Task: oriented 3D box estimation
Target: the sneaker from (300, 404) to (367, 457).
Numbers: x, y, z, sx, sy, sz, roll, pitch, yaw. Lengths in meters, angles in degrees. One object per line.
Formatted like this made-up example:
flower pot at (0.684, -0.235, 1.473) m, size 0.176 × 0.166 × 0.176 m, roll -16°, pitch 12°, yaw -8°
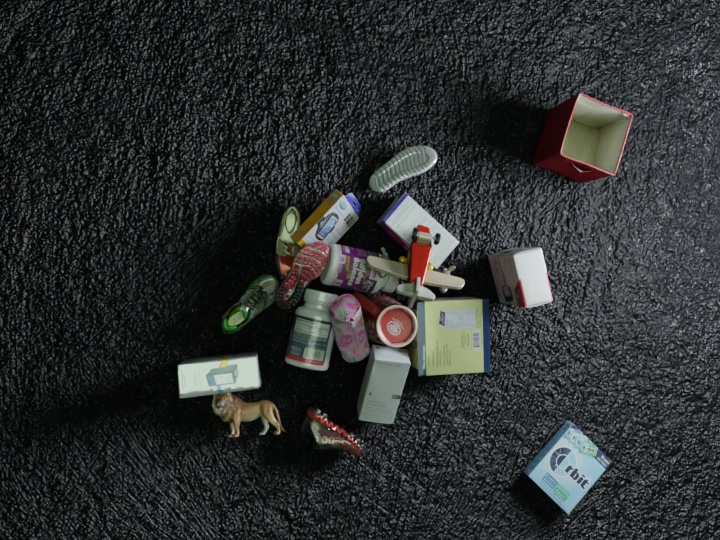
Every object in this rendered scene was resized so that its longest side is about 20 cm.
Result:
sneaker at (-0.078, 0.453, 1.722) m, size 0.200 × 0.071 × 0.098 m, roll 35°, pitch 85°, yaw -6°

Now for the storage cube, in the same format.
storage cube at (0.611, -0.360, 1.775) m, size 0.170 × 0.180 × 0.201 m, roll 18°, pitch 88°, yaw -9°

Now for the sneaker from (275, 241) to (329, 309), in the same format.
sneaker at (-0.157, 0.004, 1.665) m, size 0.081 × 0.075 × 0.200 m, roll 37°, pitch 98°, yaw -12°

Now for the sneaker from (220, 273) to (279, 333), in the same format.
sneaker at (-0.286, 0.092, 1.679) m, size 0.078 × 0.085 × 0.200 m, roll 42°, pitch 83°, yaw -7°

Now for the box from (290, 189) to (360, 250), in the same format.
box at (-0.086, -0.123, 1.698) m, size 0.041 × 0.119 × 0.200 m, roll 36°, pitch 81°, yaw 33°

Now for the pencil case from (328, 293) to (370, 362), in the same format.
pencil case at (-0.027, 0.153, 1.647) m, size 0.087 × 0.088 × 0.201 m, roll -20°, pitch 137°, yaw -9°

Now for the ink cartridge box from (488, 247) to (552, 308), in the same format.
ink cartridge box at (0.432, 0.017, 1.737) m, size 0.085 × 0.200 × 0.148 m, roll -15°, pitch 92°, yaw -8°

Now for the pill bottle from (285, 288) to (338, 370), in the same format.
pill bottle at (-0.122, 0.154, 1.689) m, size 0.119 × 0.120 × 0.201 m, roll 13°, pitch 88°, yaw -9°

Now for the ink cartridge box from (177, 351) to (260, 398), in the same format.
ink cartridge box at (-0.358, 0.264, 1.637) m, size 0.199 × 0.145 × 0.088 m, roll -4°, pitch 89°, yaw -8°

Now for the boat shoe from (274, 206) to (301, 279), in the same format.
boat shoe at (-0.190, -0.072, 1.706) m, size 0.071 × 0.063 × 0.201 m, roll 5°, pitch 91°, yaw -11°

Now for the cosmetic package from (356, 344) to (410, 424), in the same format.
cosmetic package at (0.059, 0.305, 1.706) m, size 0.101 × 0.074 × 0.201 m, roll 8°, pitch 115°, yaw -9°

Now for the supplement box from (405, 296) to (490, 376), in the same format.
supplement box at (0.235, 0.175, 1.738) m, size 0.199 × 0.134 × 0.201 m, roll -1°, pitch 90°, yaw -9°

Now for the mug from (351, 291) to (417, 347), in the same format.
mug at (0.054, 0.135, 1.676) m, size 0.177 × 0.200 × 0.134 m, roll 10°, pitch 89°, yaw -9°

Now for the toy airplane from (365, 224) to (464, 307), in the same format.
toy airplane at (0.141, 0.004, 1.633) m, size 0.199 × 0.141 × 0.200 m, roll -31°, pitch 80°, yaw -19°

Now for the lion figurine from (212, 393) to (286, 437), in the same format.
lion figurine at (-0.294, 0.377, 1.695) m, size 0.199 × 0.072 × 0.123 m, roll 3°, pitch 77°, yaw -23°

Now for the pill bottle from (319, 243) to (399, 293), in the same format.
pill bottle at (0.000, 0.000, 1.706) m, size 0.199 × 0.112 × 0.113 m, roll 11°, pitch 88°, yaw -18°

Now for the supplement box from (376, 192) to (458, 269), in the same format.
supplement box at (0.155, -0.105, 1.742) m, size 0.200 × 0.101 × 0.103 m, roll 40°, pitch 85°, yaw -7°

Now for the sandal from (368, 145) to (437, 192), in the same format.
sandal at (0.115, -0.282, 1.765) m, size 0.202 × 0.050 × 0.083 m, roll -25°, pitch 79°, yaw 4°

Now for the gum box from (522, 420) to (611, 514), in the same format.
gum box at (0.598, 0.567, 1.844) m, size 0.170 × 0.045 × 0.200 m, roll 43°, pitch 85°, yaw -7°
